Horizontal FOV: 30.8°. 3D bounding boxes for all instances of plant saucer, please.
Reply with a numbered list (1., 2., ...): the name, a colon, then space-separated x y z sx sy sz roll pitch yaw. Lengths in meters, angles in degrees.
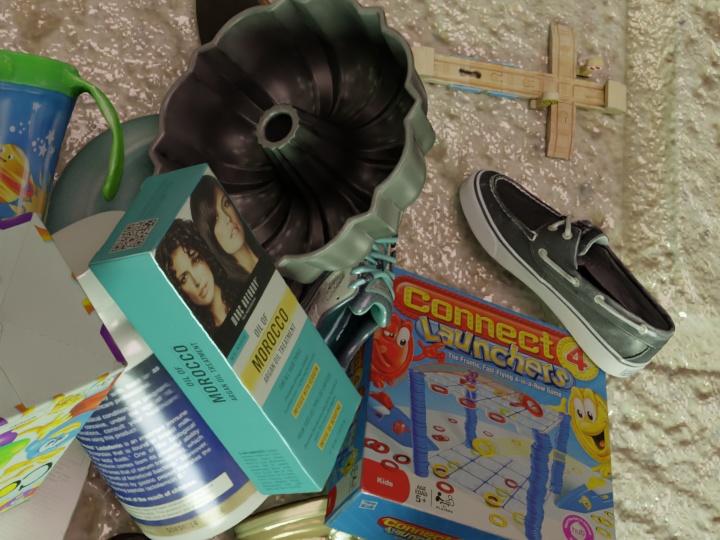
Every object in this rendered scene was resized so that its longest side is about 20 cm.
1. plant saucer: -0.122 -0.021 0.929 0.199 0.036 0.201 5 76 -22

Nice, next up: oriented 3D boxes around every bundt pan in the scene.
1. bundt pan: -0.038 -0.081 0.871 0.076 0.201 0.203 36 63 -57

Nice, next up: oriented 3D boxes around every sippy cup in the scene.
1. sippy cup: -0.255 -0.072 0.850 0.139 0.177 0.131 2 91 -55

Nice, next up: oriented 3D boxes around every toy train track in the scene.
1. toy train track: 0.131 -0.155 1.057 0.199 0.033 0.115 6 78 -19

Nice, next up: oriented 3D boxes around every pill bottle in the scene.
1. pill bottle: -0.138 0.068 0.838 0.116 0.116 0.200 -40 119 -22

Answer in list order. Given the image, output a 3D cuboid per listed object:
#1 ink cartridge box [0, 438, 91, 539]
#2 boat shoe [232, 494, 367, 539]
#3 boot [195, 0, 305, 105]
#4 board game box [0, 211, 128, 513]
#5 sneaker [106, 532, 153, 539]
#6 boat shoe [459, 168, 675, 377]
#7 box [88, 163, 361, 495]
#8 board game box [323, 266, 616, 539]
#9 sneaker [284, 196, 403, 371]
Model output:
1. ink cartridge box: -0.248 0.110 0.861 0.145 0.048 0.200 27 49 -15
2. boat shoe: 0.008 0.188 0.928 0.199 0.073 0.063 -2 79 -22
3. boot: -0.051 -0.141 0.979 0.075 0.074 0.200 -34 92 -49
4. board game box: -0.227 0.072 0.734 0.103 0.200 0.105 -24 75 -39
5. sneaker: -0.090 0.241 0.880 0.200 0.076 0.071 29 72 -14
6. boat shoe: 0.159 -0.012 0.996 0.072 0.068 0.200 -24 69 -43
7. box: -0.075 0.040 0.790 0.200 0.049 0.082 58 39 -31
8. board game box: 0.082 0.113 0.935 0.199 0.056 0.196 20 48 -17
9. sneaker: 0.000 0.000 0.907 0.077 0.086 0.201 24 89 -40
